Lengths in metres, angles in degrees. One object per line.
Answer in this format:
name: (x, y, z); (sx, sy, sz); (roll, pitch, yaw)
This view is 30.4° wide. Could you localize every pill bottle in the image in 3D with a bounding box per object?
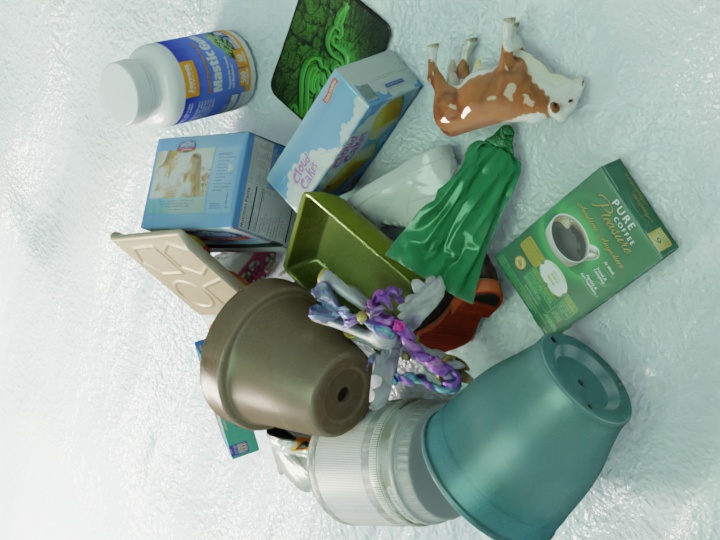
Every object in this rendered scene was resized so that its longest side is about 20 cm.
pill bottle: (-0.246, -0.254, 1.780); (0.111, 0.199, 0.114); (18, 117, 38)

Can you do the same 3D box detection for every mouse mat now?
mouse mat: (-0.042, -0.271, 1.712); (0.161, 0.007, 0.201); (43, 131, 25)

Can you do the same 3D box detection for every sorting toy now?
sorting toy: (-0.229, 0.000, 1.812); (0.199, 0.037, 0.185); (4, 147, 50)

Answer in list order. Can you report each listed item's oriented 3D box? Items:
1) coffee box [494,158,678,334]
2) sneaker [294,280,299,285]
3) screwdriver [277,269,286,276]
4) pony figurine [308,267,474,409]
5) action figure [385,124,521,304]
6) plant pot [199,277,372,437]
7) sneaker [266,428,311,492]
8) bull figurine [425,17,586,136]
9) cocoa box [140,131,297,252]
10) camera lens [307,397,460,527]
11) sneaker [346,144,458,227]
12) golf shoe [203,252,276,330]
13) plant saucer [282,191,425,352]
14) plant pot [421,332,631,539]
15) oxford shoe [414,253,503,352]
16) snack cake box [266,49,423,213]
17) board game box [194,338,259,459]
coffee box: (0.250, -0.020, 1.488); (0.124, 0.044, 0.200); (57, 135, 12)
sneaker: (-0.108, 0.085, 1.830); (0.075, 0.113, 0.202); (42, 130, 25)
screwdriver: (-0.054, -0.026, 1.802); (0.029, 0.028, 0.200); (39, 138, -11)
pony figurine: (0.034, 0.072, 1.556); (0.199, 0.193, 0.168); (30, 88, 23)
action figure: (0.127, -0.078, 1.542); (0.117, 0.055, 0.202); (28, 99, -4)
plant pot: (-0.079, 0.128, 1.689); (0.174, 0.199, 0.203); (23, 120, 43)
sneaker: (-0.054, 0.283, 1.892); (0.199, 0.075, 0.093); (23, 128, 46)
bull figurine: (0.157, -0.213, 1.495); (0.198, 0.065, 0.123); (-10, 90, 40)
cocoa box: (-0.180, -0.103, 1.791); (0.198, 0.130, 0.135); (1, 78, 44)
camera lens: (0.041, 0.248, 1.711); (0.199, 0.159, 0.162); (-10, 98, 46)
sneaker: (0.057, -0.063, 1.643); (0.199, 0.073, 0.117); (-29, 81, 45)
golf shoe: (-0.189, 0.003, 1.914); (0.092, 0.075, 0.200); (56, 134, 18)
plant saucer: (0.000, 0.000, 1.686); (0.199, 0.048, 0.201); (41, 151, 11)
plant pot: (0.201, 0.180, 1.516); (0.201, 0.199, 0.189); (49, 121, 19)
oxford shoe: (0.112, 0.044, 1.648); (0.200, 0.070, 0.073); (-45, 44, 47)
snack cake box: (-0.021, -0.171, 1.645); (0.067, 0.115, 0.201); (48, 132, 12)
board game box: (-0.197, 0.180, 1.932); (0.200, 0.044, 0.154); (-163, 56, -80)
